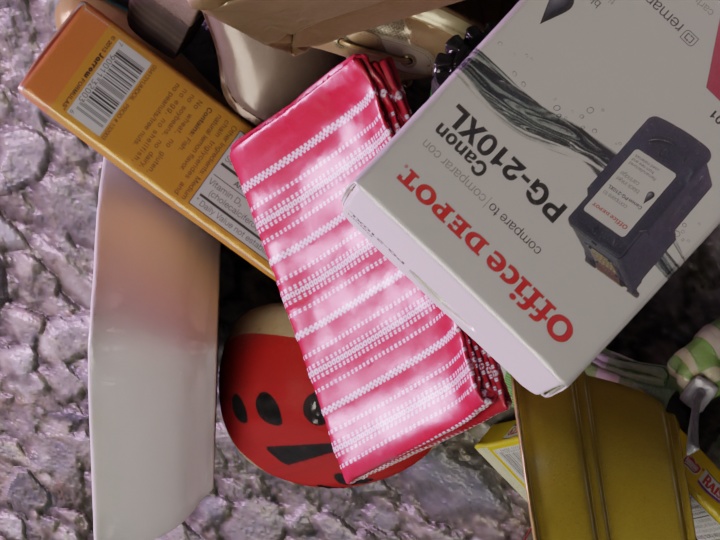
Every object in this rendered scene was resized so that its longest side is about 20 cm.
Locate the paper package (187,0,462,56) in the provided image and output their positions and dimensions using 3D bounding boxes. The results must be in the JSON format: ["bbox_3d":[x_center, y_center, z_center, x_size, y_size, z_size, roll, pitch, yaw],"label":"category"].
[{"bbox_3d":[0.011,-0.228,1.371,0.190,0.202,0.103,-12,163,37],"label":"paper package"}]

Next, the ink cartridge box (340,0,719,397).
[{"bbox_3d":[0.108,-0.059,1.386,0.145,0.200,0.084,43,173,0],"label":"ink cartridge box"}]

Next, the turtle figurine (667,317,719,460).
[{"bbox_3d":[0.236,0.086,1.516,0.143,0.201,0.194,-7,152,1],"label":"turtle figurine"}]

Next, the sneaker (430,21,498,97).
[{"bbox_3d":[0.133,-0.081,1.487,0.198,0.078,0.085,4,145,-3],"label":"sneaker"}]

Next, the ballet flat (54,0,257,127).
[{"bbox_3d":[-0.108,-0.085,1.663,0.200,0.063,0.069,38,141,-1],"label":"ballet flat"}]

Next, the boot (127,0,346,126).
[{"bbox_3d":[-0.036,-0.157,1.564,0.199,0.070,0.147,27,125,-7],"label":"boot"}]

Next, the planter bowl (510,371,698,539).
[{"bbox_3d":[0.133,0.126,1.496,0.083,0.201,0.201,-9,125,4],"label":"planter bowl"}]

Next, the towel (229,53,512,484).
[{"bbox_3d":[0.000,0.000,1.506,0.144,0.022,0.201,-30,77,49],"label":"towel"}]

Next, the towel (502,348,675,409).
[{"bbox_3d":[0.083,0.044,1.636,0.199,0.024,0.153,24,162,6],"label":"towel"}]

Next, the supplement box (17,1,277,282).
[{"bbox_3d":[-0.095,-0.067,1.607,0.200,0.069,0.067,39,180,-4],"label":"supplement box"}]

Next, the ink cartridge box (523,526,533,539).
[{"bbox_3d":[0.114,0.276,1.787,0.067,0.117,0.201,15,133,20],"label":"ink cartridge box"}]

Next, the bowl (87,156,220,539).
[{"bbox_3d":[-0.121,0.045,1.703,0.074,0.201,0.201,1,132,-3],"label":"bowl"}]

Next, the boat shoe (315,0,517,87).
[{"bbox_3d":[0.013,-0.132,1.516,0.199,0.071,0.065,21,115,-9],"label":"boat shoe"}]

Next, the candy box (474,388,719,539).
[{"bbox_3d":[0.145,0.121,1.651,0.102,0.026,0.200,44,159,-11],"label":"candy box"}]

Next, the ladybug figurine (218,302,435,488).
[{"bbox_3d":[-0.022,0.081,1.707,0.136,0.072,0.200,39,155,-15],"label":"ladybug figurine"}]
